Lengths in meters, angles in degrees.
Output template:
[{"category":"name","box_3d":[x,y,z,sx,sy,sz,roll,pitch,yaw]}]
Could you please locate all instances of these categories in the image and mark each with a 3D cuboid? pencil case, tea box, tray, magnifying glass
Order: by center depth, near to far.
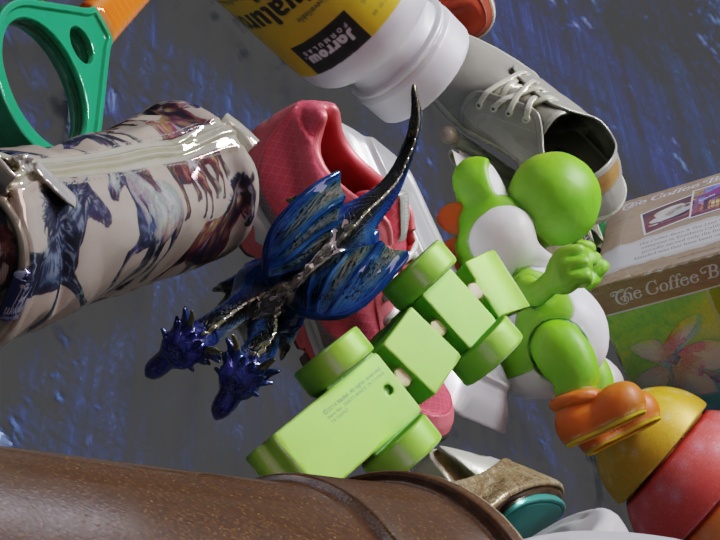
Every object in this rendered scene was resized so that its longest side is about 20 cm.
[{"category":"pencil case","box_3d":[-0.115,-0.025,0.610,0.078,0.089,0.200,56,26,4]},{"category":"magnifying glass","box_3d":[-0.141,-0.113,0.724,0.080,0.022,0.200,63,24,-23]},{"category":"tray","box_3d":[0.040,0.000,0.879,0.201,0.022,0.107,66,15,21]},{"category":"tea box","box_3d":[0.293,0.036,1.032,0.198,0.199,0.134,63,26,-20]}]

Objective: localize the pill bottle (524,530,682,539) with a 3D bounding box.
[{"category":"pill bottle","box_3d":[0.103,0.218,0.596,0.112,0.111,0.202,-11,101,-61]}]

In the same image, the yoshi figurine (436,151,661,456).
[{"category":"yoshi figurine","box_3d":[0.130,0.006,0.910,0.111,0.112,0.201,-13,68,-34]}]

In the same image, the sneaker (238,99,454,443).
[{"category":"sneaker","box_3d":[0.000,0.000,0.770,0.201,0.087,0.074,57,27,1]}]

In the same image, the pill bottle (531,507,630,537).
[{"category":"pill bottle","box_3d":[0.131,0.226,0.705,0.201,0.110,0.111,56,27,2]}]

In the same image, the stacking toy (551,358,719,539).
[{"category":"stacking toy","box_3d":[0.206,0.123,0.954,0.200,0.146,0.146,44,25,11]}]

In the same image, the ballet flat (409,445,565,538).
[{"category":"ballet flat","box_3d":[0.044,0.119,0.737,0.065,0.071,0.200,48,20,19]}]

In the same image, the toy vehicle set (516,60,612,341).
[{"category":"toy vehicle set","box_3d":[0.161,-0.049,1.117,0.124,0.026,0.201,34,35,-55]}]

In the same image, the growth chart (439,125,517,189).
[{"category":"growth chart","box_3d":[0.110,-0.016,1.043,0.144,0.018,0.201,37,32,-33]}]

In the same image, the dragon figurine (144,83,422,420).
[{"category":"dragon figurine","box_3d":[-0.018,-0.007,0.692,0.059,0.200,0.099,48,-11,-6]}]

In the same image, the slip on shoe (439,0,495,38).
[{"category":"slip on shoe","box_3d":[0.021,-0.215,1.068,0.199,0.074,0.062,26,46,-36]}]

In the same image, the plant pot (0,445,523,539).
[{"category":"plant pot","box_3d":[-0.072,0.138,0.405,0.197,0.200,0.201,19,43,-38]}]

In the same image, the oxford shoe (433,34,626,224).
[{"category":"oxford shoe","box_3d":[0.117,-0.115,1.053,0.200,0.075,0.058,46,-16,24]}]

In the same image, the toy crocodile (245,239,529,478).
[{"category":"toy crocodile","box_3d":[0.018,0.048,0.700,0.068,0.062,0.200,47,50,-1]}]

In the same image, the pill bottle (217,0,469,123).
[{"category":"pill bottle","box_3d":[-0.026,-0.185,0.908,0.200,0.111,0.112,39,31,-28]}]
